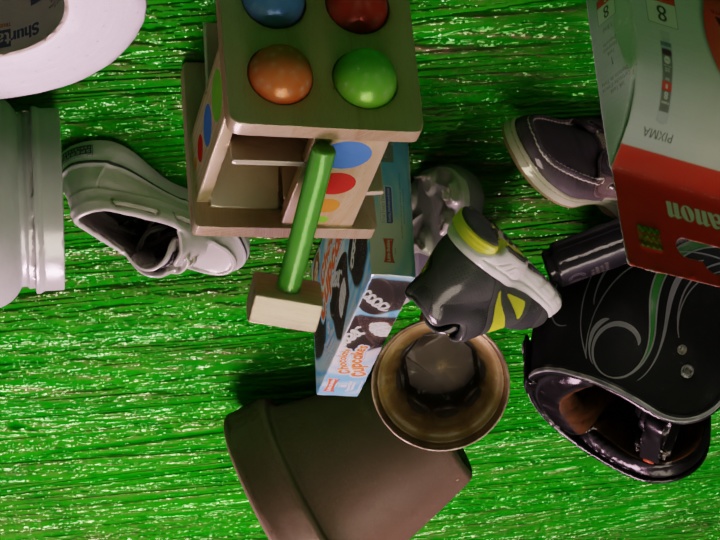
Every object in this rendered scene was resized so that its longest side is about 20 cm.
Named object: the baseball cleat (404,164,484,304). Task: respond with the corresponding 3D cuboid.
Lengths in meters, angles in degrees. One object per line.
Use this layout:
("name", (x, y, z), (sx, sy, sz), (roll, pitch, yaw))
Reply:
("baseball cleat", (0.072, -0.030, 1.636), (0.106, 0.070, 0.200), (-3, 162, -22))

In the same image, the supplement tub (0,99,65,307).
("supplement tub", (-0.298, -0.045, 1.423), (0.198, 0.146, 0.145), (-2, 153, -9))

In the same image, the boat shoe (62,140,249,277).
("boat shoe", (-0.147, -0.028, 1.574), (0.071, 0.066, 0.200), (-18, 150, 21))

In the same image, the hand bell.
("hand bell", (0.063, 0.056, 1.679), (0.103, 0.105, 0.200), (-9, -164, 5))

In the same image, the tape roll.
("tape roll", (-0.226, -0.181, 1.265), (0.198, 0.067, 0.201), (-6, 152, -3))

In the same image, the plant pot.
("plant pot", (-0.002, 0.174, 1.901), (0.174, 0.201, 0.200), (-31, 149, 5))

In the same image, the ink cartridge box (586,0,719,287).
("ink cartridge box", (0.230, -0.088, 1.396), (0.161, 0.201, 0.050), (13, 147, -33))

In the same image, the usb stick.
("usb stick", (0.229, -0.035, 1.562), (0.199, 0.033, 0.055), (-21, 170, 4))

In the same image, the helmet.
("helmet", (0.239, 0.048, 1.675), (0.199, 0.191, 0.200), (27, 157, 12))

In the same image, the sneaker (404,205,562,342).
("sneaker", (0.082, 0.012, 1.536), (0.085, 0.075, 0.200), (-44, 157, 4))

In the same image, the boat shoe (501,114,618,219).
("boat shoe", (0.176, -0.082, 1.545), (0.065, 0.072, 0.199), (-34, 148, 28))

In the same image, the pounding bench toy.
("pounding bench toy", (-0.035, -0.080, 1.353), (0.123, 0.201, 0.156), (2, 153, -15))

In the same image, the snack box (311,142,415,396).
("snack box", (0.000, 0.000, 1.605), (0.037, 0.117, 0.200), (4, 151, -12))
